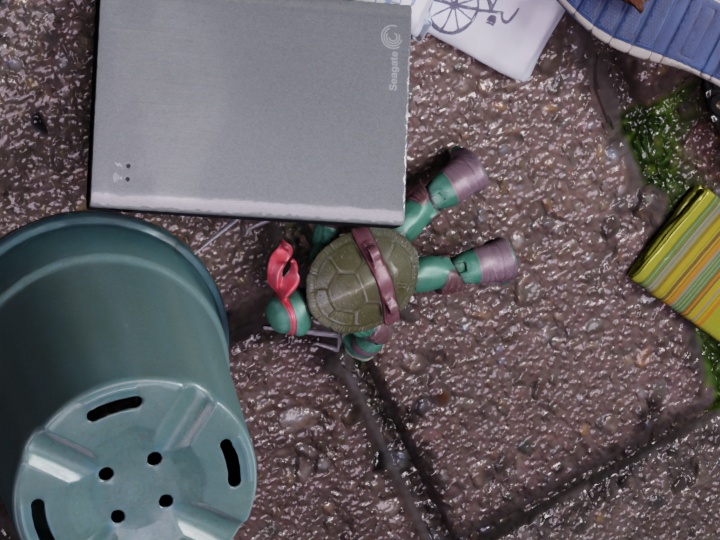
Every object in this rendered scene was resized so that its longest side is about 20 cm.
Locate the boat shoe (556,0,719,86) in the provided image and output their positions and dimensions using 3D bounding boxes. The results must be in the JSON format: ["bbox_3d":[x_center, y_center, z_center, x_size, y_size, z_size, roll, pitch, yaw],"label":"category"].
[{"bbox_3d":[0.198,-0.169,1.314,0.199,0.072,0.073,30,99,-9],"label":"boat shoe"}]

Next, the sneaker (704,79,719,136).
[{"bbox_3d":[0.305,-0.093,1.408,0.072,0.073,0.200,-30,109,28],"label":"sneaker"}]

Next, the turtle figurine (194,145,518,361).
[{"bbox_3d":[0.000,0.000,1.326,0.199,0.101,0.151,-22,118,-14],"label":"turtle figurine"}]

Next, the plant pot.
[{"bbox_3d":[-0.157,0.093,1.255,0.198,0.196,0.202,-7,115,-16],"label":"plant pot"}]

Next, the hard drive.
[{"bbox_3d":[-0.068,-0.102,1.251,0.198,0.033,0.141,3,85,-12],"label":"hard drive"}]

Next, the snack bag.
[{"bbox_3d":[0.077,-0.232,1.289,0.199,0.021,0.189,26,102,-26],"label":"snack bag"}]

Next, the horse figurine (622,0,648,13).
[{"bbox_3d":[0.150,-0.260,1.233,0.131,0.050,0.202,7,104,15],"label":"horse figurine"}]

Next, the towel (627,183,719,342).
[{"bbox_3d":[0.289,0.019,1.472,0.199,0.018,0.086,33,105,-28],"label":"towel"}]
